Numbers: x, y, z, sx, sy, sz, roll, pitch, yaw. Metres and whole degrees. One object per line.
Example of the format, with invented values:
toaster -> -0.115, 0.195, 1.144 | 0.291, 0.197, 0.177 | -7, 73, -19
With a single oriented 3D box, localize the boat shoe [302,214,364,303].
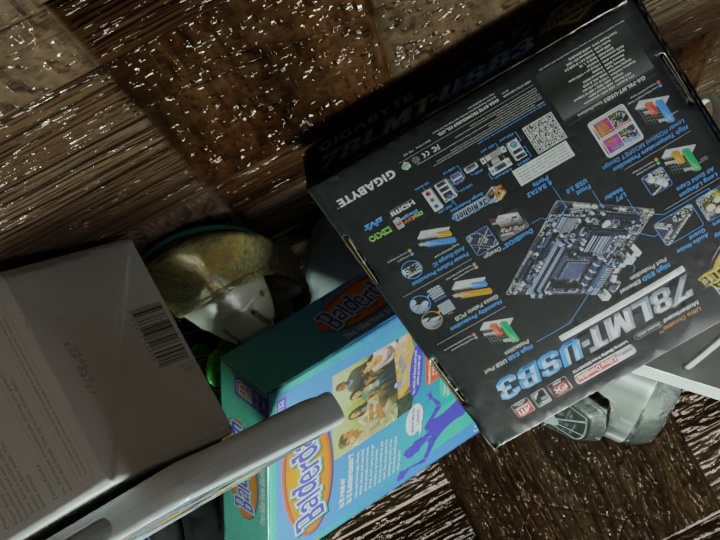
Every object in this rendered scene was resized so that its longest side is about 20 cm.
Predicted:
boat shoe -> 0.003, -0.001, 1.584 | 0.073, 0.068, 0.199 | -18, 149, 6

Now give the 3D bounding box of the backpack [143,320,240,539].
backpack -> -0.139, 0.140, 1.527 | 0.147, 0.200, 0.183 | -9, -176, 28

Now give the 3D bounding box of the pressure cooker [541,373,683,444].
pressure cooker -> 0.131, 0.006, 1.605 | 0.179, 0.200, 0.176 | -65, 178, -67

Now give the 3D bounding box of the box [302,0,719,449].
box -> 0.103, -0.029, 1.300 | 0.200, 0.199, 0.050 | -30, -152, 12

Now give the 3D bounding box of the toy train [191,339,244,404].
toy train -> -0.062, 0.069, 1.494 | 0.042, 0.057, 0.200 | 4, -175, 26

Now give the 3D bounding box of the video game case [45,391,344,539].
video game case -> -0.120, 0.130, 1.295 | 0.182, 0.023, 0.200 | -31, 175, 23

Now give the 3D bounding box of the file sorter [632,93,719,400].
file sorter -> 0.178, -0.029, 1.428 | 0.200, 0.139, 0.125 | 17, 148, -16

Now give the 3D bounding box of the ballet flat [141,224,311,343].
ballet flat -> -0.071, 0.012, 1.420 | 0.071, 0.071, 0.200 | -29, 172, 10

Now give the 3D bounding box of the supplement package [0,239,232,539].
supplement package -> -0.193, 0.088, 1.271 | 0.200, 0.121, 0.120 | -31, 174, 29

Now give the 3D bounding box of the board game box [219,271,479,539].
board game box -> 0.004, 0.073, 1.464 | 0.200, 0.045, 0.152 | -31, 140, -33
